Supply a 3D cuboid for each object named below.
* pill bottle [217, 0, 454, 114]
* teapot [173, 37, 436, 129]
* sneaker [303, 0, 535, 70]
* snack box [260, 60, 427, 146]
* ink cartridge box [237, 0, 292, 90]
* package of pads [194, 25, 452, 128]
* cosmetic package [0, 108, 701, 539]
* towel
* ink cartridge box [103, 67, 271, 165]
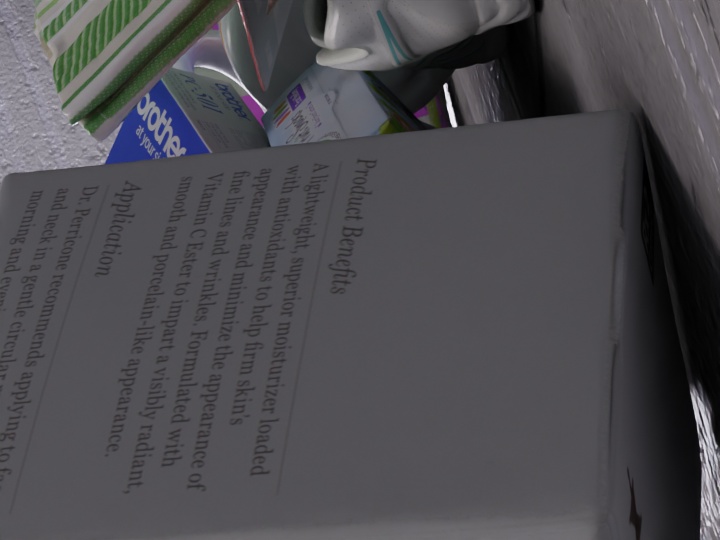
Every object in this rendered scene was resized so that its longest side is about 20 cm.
[{"bbox_3d":[-0.020,-0.148,1.115,0.200,0.111,0.113,-111,3,-64],"label":"pill bottle"},{"bbox_3d":[0.000,0.000,1.151,0.146,0.196,0.201,-60,-26,-63],"label":"teapot"},{"bbox_3d":[0.015,-0.109,0.914,0.200,0.080,0.071,58,-168,-89],"label":"sneaker"},{"bbox_3d":[0.031,-0.010,0.924,0.142,0.053,0.200,44,-175,-14],"label":"snack box"},{"bbox_3d":[-0.028,-0.165,0.839,0.200,0.043,0.175,88,-159,-86],"label":"ink cartridge box"},{"bbox_3d":[-0.017,-0.057,1.378,0.068,0.153,0.201,-86,-15,-52],"label":"package of pads"},{"bbox_3d":[-0.007,0.073,0.706,0.165,0.199,0.166,-79,-20,-48],"label":"cosmetic package"},{"bbox_3d":[-0.081,-0.137,1.039,0.023,0.153,0.200,43,-174,-22],"label":"towel"},{"bbox_3d":[-0.054,0.005,0.970,0.094,0.044,0.200,-64,34,21],"label":"ink cartridge box"}]
